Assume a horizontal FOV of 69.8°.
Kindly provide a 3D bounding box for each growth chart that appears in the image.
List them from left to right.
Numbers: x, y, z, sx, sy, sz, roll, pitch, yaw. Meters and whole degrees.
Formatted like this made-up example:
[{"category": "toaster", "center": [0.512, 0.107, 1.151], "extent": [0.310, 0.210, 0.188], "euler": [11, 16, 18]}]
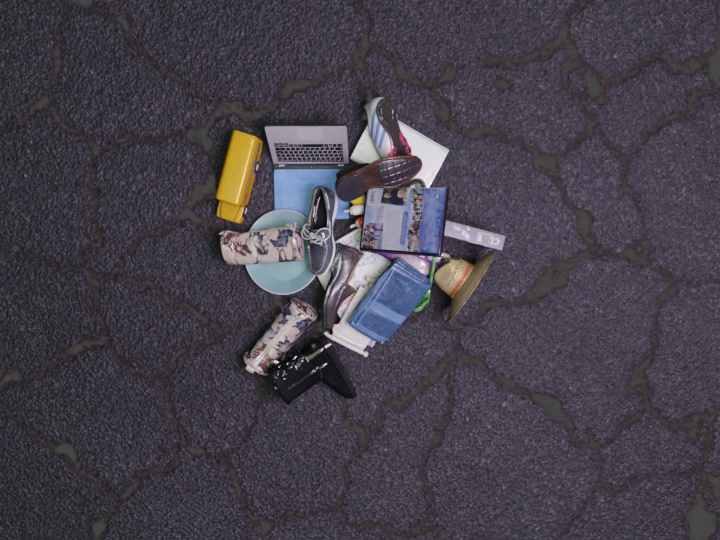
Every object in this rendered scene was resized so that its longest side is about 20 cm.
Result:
[{"category": "growth chart", "center": [0.022, 0.114, 1.240], "extent": [0.144, 0.018, 0.201], "euler": [33, 101, -14]}]

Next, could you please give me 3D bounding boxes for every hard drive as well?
[{"category": "hard drive", "center": [0.092, -0.274, 1.221], "extent": [0.198, 0.026, 0.133], "euler": [29, 95, -2]}]

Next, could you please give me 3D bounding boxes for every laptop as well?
[{"category": "laptop", "center": [-0.119, -0.223, 1.189], "extent": [0.184, 0.201, 0.118], "euler": [0, 61, 1]}]

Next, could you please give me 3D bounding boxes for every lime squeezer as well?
[{"category": "lime squeezer", "center": [0.132, 0.052, 1.201], "extent": [0.070, 0.038, 0.201], "euler": [36, 116, -8]}]

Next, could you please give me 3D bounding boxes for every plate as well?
[{"category": "plate", "center": [-0.183, -0.044, 1.236], "extent": [0.196, 0.026, 0.204], "euler": [0, 89, 10]}]

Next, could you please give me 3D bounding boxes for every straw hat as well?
[{"category": "straw hat", "center": [0.212, 0.014, 1.158], "extent": [0.084, 0.201, 0.203], "euler": [34, 95, 6]}]

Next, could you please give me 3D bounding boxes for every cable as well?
[{"category": "cable", "center": [0.058, -0.145, 1.183], "extent": [0.197, 0.050, 0.099], "euler": [-15, 88, 22]}]

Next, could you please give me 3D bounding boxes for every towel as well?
[{"category": "towel", "center": [0.066, 0.075, 1.172], "extent": [0.111, 0.049, 0.201], "euler": [31, 116, -11]}]

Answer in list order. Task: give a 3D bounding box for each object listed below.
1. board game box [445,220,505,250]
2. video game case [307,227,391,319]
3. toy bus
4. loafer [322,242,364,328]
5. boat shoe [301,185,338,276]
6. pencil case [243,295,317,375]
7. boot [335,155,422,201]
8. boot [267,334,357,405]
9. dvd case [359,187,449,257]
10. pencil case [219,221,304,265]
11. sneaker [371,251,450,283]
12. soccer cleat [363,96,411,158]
[{"category": "board game box", "center": [0.217, -0.089, 1.178], "extent": [0.197, 0.136, 0.035], "euler": [15, 95, 1]}, {"category": "video game case", "center": [0.000, 0.000, 1.246], "extent": [0.198, 0.024, 0.184], "euler": [-29, 93, 4]}, {"category": "toy bus", "center": [-0.287, -0.216, 1.209], "extent": [0.064, 0.078, 0.203], "euler": [16, 95, 0]}, {"category": "loafer", "center": [-0.044, 0.041, 1.203], "extent": [0.071, 0.073, 0.204], "euler": [12, 95, 0]}, {"category": "boat shoe", "center": [-0.092, -0.090, 1.170], "extent": [0.074, 0.062, 0.204], "euler": [10, 89, 28]}, {"category": "pencil case", "center": [-0.192, 0.158, 1.224], "extent": [0.078, 0.089, 0.201], "euler": [42, 95, 13]}, {"category": "boot", "center": [0.033, -0.223, 1.140], "extent": [0.197, 0.097, 0.076], "euler": [-18, 123, -1]}, {"category": "boot", "center": [-0.113, 0.259, 1.212], "extent": [0.161, 0.073, 0.200], "euler": [-31, 117, -8]}, {"category": "dvd case", "center": [0.091, -0.107, 1.118], "extent": [0.197, 0.017, 0.145], "euler": [6, 88, 31]}, {"category": "pencil case", "center": [-0.228, -0.061, 1.191], "extent": [0.196, 0.078, 0.091], "euler": [-4, 98, 10]}, {"category": "sneaker", "center": [0.110, -0.020, 1.201], "extent": [0.197, 0.081, 0.090], "euler": [13, 101, -15]}, {"category": "soccer cleat", "center": [0.063, -0.296, 1.179], "extent": [0.069, 0.086, 0.203], "euler": [-29, 117, -23]}]
